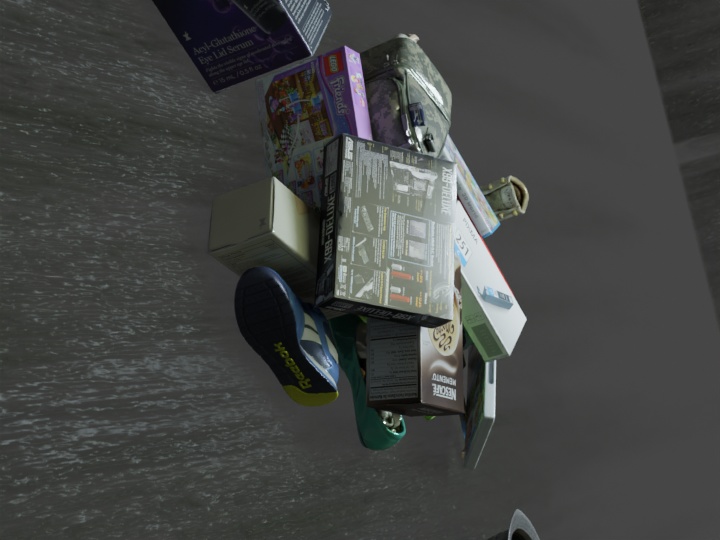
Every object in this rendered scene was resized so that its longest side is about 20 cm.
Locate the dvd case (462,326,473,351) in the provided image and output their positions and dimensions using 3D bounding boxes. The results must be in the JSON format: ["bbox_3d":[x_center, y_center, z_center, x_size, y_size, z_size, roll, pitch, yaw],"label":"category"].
[{"bbox_3d":[0.069,0.044,1.743,0.146,0.022,0.200,-33,109,-18],"label":"dvd case"}]

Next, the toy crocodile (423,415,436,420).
[{"bbox_3d":[0.090,0.100,1.719,0.067,0.062,0.200,-29,119,-53],"label":"toy crocodile"}]

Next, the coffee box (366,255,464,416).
[{"bbox_3d":[0.067,0.073,1.588,0.113,0.080,0.200,20,66,-56],"label":"coffee box"}]

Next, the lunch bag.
[{"bbox_3d":[0.013,-0.182,1.665,0.139,0.200,0.168,49,35,-39],"label":"lunch bag"}]

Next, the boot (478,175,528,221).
[{"bbox_3d":[0.159,-0.087,1.932,0.200,0.154,0.072,-24,96,-64],"label":"boot"}]

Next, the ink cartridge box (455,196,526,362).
[{"bbox_3d":[0.161,-0.005,1.758,0.200,0.045,0.176,59,33,-18],"label":"ink cartridge box"}]

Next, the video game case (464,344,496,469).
[{"bbox_3d":[0.169,0.157,1.823,0.143,0.018,0.200,102,-5,-52],"label":"video game case"}]

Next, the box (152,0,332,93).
[{"bbox_3d":[-0.150,-0.329,1.499,0.200,0.148,0.104,55,33,-29],"label":"box"}]

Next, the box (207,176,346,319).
[{"bbox_3d":[-0.082,-0.019,1.515,0.200,0.095,0.078,42,41,-48],"label":"box"}]

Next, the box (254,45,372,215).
[{"bbox_3d":[-0.053,-0.160,1.597,0.039,0.137,0.200,16,62,-58],"label":"box"}]

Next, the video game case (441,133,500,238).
[{"bbox_3d":[0.135,-0.141,1.815,0.200,0.018,0.143,60,13,-1],"label":"video game case"}]

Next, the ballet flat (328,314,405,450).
[{"bbox_3d":[0.014,0.127,1.639,0.067,0.070,0.200,-17,90,-62],"label":"ballet flat"}]

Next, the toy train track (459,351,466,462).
[{"bbox_3d":[0.132,0.185,1.877,0.115,0.032,0.200,-32,110,-69],"label":"toy train track"}]

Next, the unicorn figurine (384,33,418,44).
[{"bbox_3d":[0.038,-0.285,1.827,0.074,0.137,0.200,45,35,-27],"label":"unicorn figurine"}]

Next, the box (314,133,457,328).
[{"bbox_3d":[0.032,-0.045,1.497,0.158,0.050,0.200,11,70,-26],"label":"box"}]

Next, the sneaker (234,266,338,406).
[{"bbox_3d":[-0.083,0.065,1.496,0.082,0.074,0.200,-75,147,-48],"label":"sneaker"}]

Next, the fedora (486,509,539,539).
[{"bbox_3d":[0.195,0.428,1.791,0.200,0.090,0.177,53,35,-46],"label":"fedora"}]

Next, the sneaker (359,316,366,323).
[{"bbox_3d":[0.000,0.000,1.650,0.075,0.076,0.200,-41,113,-17],"label":"sneaker"}]
